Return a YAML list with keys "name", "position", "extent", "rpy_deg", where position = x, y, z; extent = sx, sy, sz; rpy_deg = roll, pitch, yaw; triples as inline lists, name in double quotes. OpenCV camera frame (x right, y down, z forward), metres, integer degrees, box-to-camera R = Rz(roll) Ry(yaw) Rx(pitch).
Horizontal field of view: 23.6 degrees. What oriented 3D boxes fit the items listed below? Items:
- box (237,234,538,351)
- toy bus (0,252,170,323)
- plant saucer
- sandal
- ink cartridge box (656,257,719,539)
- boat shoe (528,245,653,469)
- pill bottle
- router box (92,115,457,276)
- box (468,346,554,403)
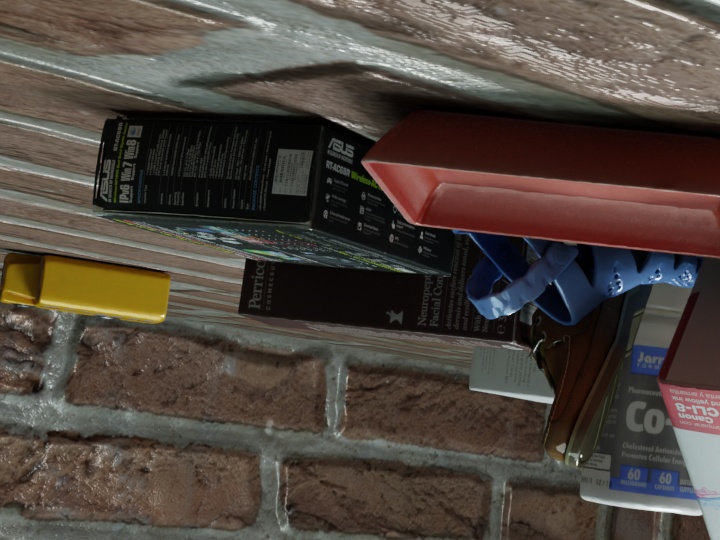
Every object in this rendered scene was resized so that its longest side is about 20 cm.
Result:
- name: "box"
  position: [0.024, -0.005, 1.188]
  extent: [0.199, 0.101, 0.075]
  rpy_deg: [4, 174, 20]
- name: "toy bus"
  position: [-0.344, 0.022, 2.146]
  extent: [0.199, 0.065, 0.078]
  rpy_deg: [9, 174, -18]
- name: "plant saucer"
  position: [0.113, -0.047, 0.935]
  extent: [0.199, 0.037, 0.200]
  rpy_deg: [7, 173, 10]
- name: "sandal"
  position: [0.135, -0.005, 1.102]
  extent: [0.199, 0.087, 0.079]
  rpy_deg: [8, 173, -27]
- name: "ink cartridge box"
  position: [0.297, 0.090, 1.109]
  extent: [0.144, 0.146, 0.200]
  rpy_deg: [4, 137, 30]
- name: "boat shoe"
  position: [0.142, 0.054, 1.140]
  extent: [0.068, 0.072, 0.200]
  rpy_deg: [19, -143, 10]
- name: "pill bottle"
  position: [0.260, 0.109, 1.522]
  extent: [0.113, 0.201, 0.114]
  rpy_deg: [7, 176, 1]
- name: "router box"
  position: [-0.045, -0.043, 1.059]
  extent: [0.149, 0.062, 0.200]
  rpy_deg: [4, 174, 27]
- name: "box"
  position: [0.245, 0.095, 1.892]
  extent: [0.199, 0.107, 0.152]
  rpy_deg: [4, 173, 36]
